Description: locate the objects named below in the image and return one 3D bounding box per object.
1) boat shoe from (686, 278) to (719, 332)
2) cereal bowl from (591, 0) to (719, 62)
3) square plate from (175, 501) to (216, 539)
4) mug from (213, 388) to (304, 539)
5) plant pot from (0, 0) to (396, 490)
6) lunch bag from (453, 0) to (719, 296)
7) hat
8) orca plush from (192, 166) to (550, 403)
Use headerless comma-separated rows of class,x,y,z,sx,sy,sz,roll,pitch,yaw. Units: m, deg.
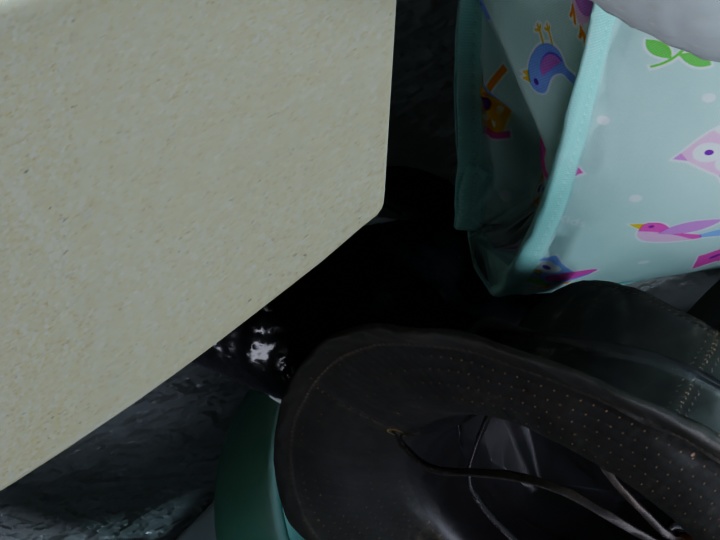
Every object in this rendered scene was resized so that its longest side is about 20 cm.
boat shoe,0.151,0.027,0.786,0.075,0.062,0.200,-50,-179,5
cereal bowl,0.058,-0.123,0.485,0.200,0.201,0.083,19,138,-41
square plate,-0.001,0.144,1.027,0.199,0.029,0.198,11,139,-33
mug,0.012,0.091,0.819,0.185,0.152,0.114,-32,177,-23
plant pot,-0.097,-0.072,0.524,0.176,0.200,0.200,-18,149,-14
lunch bag,0.117,-0.073,0.660,0.170,0.122,0.200,-8,141,-11
hat,0.070,0.055,0.681,0.200,0.081,0.201,22,150,13
orca plush,0.000,0.000,0.737,0.199,0.106,0.071,26,160,-10
